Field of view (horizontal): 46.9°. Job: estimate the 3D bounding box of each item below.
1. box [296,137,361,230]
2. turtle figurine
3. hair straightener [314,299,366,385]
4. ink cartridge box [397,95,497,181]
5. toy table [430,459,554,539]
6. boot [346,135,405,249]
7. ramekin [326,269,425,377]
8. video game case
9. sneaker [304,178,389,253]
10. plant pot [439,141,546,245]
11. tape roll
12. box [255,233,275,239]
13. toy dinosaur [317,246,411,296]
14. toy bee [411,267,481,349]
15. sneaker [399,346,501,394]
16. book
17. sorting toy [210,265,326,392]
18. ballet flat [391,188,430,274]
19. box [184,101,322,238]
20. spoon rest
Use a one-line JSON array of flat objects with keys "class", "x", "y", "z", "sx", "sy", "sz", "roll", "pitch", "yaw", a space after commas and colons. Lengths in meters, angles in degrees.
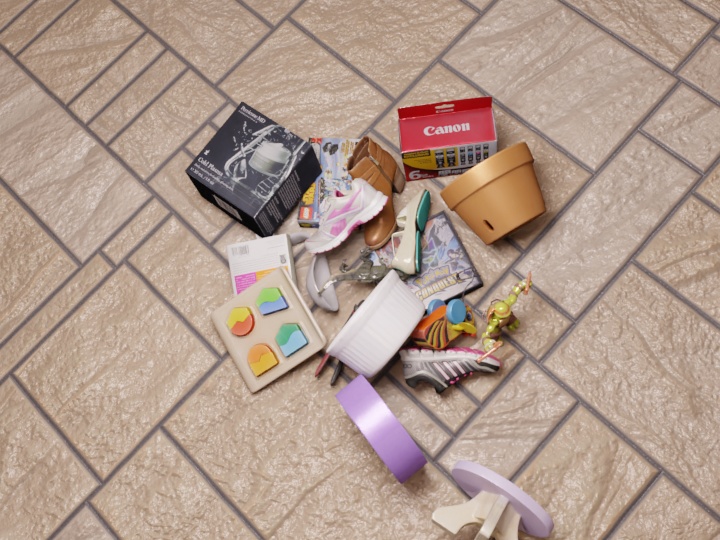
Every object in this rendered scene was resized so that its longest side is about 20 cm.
[{"class": "box", "x": -0.057, "y": -0.189, "z": 1.792, "sx": 0.135, "sy": 0.040, "sz": 0.202, "roll": 4, "pitch": 71, "yaw": 9}, {"class": "turtle figurine", "x": 0.260, "y": 0.097, "z": 1.571, "sx": 0.064, "sy": 0.162, "sz": 0.201, "roll": 26, "pitch": 75, "yaw": 16}, {"class": "hair straightener", "x": -0.013, "y": 0.145, "z": 1.671, "sx": 0.076, "sy": 0.041, "sz": 0.201, "roll": 30, "pitch": 71, "yaw": 3}, {"class": "ink cartridge box", "x": 0.179, "y": -0.269, "z": 1.712, "sx": 0.197, "sy": 0.176, "sz": 0.085, "roll": -7, "pitch": 69, "yaw": 7}, {"class": "toy table", "x": 0.226, "y": 0.440, "z": 1.458, "sx": 0.199, "sy": 0.185, "sz": 0.117, "roll": 25, "pitch": 58, "yaw": 25}, {"class": "boot", "x": 0.018, "y": -0.160, "z": 1.703, "sx": 0.073, "sy": 0.155, "sz": 0.202, "roll": -2, "pitch": 62, "yaw": 33}, {"class": "ramekin", "x": 0.034, "y": 0.106, "z": 1.568, "sx": 0.097, "sy": 0.200, "sz": 0.201, "roll": 39, "pitch": 79, "yaw": -1}, {"class": "video game case", "x": 0.124, "y": -0.005, "z": 1.704, "sx": 0.198, "sy": 0.026, "sz": 0.182, "roll": -25, "pitch": 68, "yaw": -1}, {"class": "sneaker", "x": -0.041, "y": -0.112, "z": 1.651, "sx": 0.199, "sy": 0.081, "sz": 0.088, "roll": -38, "pitch": 98, "yaw": 17}, {"class": "plant pot", "x": 0.277, "y": -0.143, "z": 1.654, "sx": 0.199, "sy": 0.200, "sz": 0.141, "roll": -30, "pitch": 85, "yaw": -3}, {"class": "tape roll", "x": 0.037, "y": 0.289, "z": 1.516, "sx": 0.065, "sy": 0.200, "sz": 0.200, "roll": -38, "pitch": 69, "yaw": -6}, {"class": "box", "x": -0.220, "y": -0.123, "z": 1.794, "sx": 0.038, "sy": 0.042, "sz": 0.202, "roll": -20, "pitch": 67, "yaw": 1}, {"class": "toy dinosaur", "x": 0.000, "y": 0.000, "z": 1.670, "sx": 0.198, "sy": 0.048, "sz": 0.088, "roll": -11, "pitch": 37, "yaw": -12}, {"class": "toy bee", "x": 0.186, "y": 0.100, "z": 1.605, "sx": 0.199, "sy": 0.131, "sz": 0.109, "roll": -34, "pitch": 113, "yaw": -15}, {"class": "sneaker", "x": 0.171, "y": 0.194, "z": 1.601, "sx": 0.197, "sy": 0.074, "sz": 0.089, "roll": 3, "pitch": 92, "yaw": -4}, {"class": "book", "x": -0.195, "y": 0.036, "z": 1.698, "sx": 0.132, "sy": 0.048, "sz": 0.203, "roll": -10, "pitch": 86, "yaw": 11}, {"class": "sorting toy", "x": -0.188, "y": 0.118, "z": 1.655, "sx": 0.199, "sy": 0.036, "sz": 0.186, "roll": -34, "pitch": 79, "yaw": 14}, {"class": "ballet flat", "x": 0.098, "y": -0.084, "z": 1.681, "sx": 0.069, "sy": 0.070, "sz": 0.202, "roll": 5, "pitch": 57, "yaw": 11}, {"class": "box", "x": -0.221, "y": -0.207, "z": 1.739, "sx": 0.199, "sy": 0.124, "sz": 0.197, "roll": 33, "pitch": 76, "yaw": 18}, {"class": "spoon rest", "x": -0.092, "y": -0.002, "z": 1.706, "sx": 0.060, "sy": 0.099, "sz": 0.201, "roll": -34, "pitch": 60, "yaw": 12}]
